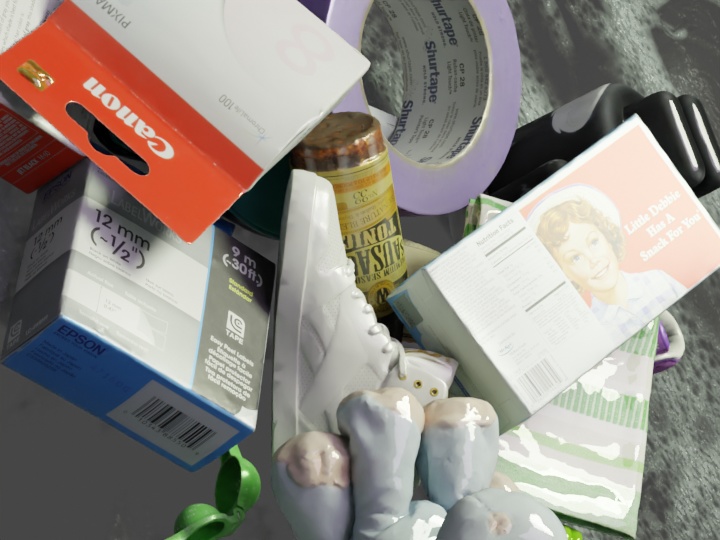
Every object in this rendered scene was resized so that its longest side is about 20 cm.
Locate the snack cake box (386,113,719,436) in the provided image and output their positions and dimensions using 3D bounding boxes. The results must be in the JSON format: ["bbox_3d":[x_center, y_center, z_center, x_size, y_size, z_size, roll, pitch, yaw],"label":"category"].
[{"bbox_3d":[0.129,0.003,1.442,0.200,0.067,0.115,-35,87,-28],"label":"snack cake box"}]

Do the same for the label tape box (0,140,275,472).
[{"bbox_3d":[-0.126,0.000,1.354,0.143,0.066,0.200,33,43,-27],"label":"label tape box"}]

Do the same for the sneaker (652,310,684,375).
[{"bbox_3d":[0.153,0.058,1.601,0.200,0.114,0.073,-12,78,-49],"label":"sneaker"}]

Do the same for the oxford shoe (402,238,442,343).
[{"bbox_3d":[0.062,0.016,1.518,0.199,0.074,0.071,25,66,-6],"label":"oxford shoe"}]

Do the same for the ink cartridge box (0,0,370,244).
[{"bbox_3d":[-0.103,-0.124,1.353,0.162,0.057,0.200,41,34,1],"label":"ink cartridge box"}]

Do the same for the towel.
[{"bbox_3d":[0.124,0.060,1.470,0.152,0.023,0.201,17,66,-16],"label":"towel"}]

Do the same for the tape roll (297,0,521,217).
[{"bbox_3d":[0.016,-0.135,1.538,0.200,0.085,0.201,1,89,-47],"label":"tape roll"}]

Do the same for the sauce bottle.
[{"bbox_3d":[0.000,0.000,1.451,0.066,0.066,0.201,-45,130,-50],"label":"sauce bottle"}]

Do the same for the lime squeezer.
[{"bbox_3d":[-0.098,0.132,1.341,0.071,0.038,0.200,48,41,-16],"label":"lime squeezer"}]

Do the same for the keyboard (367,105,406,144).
[{"bbox_3d":[-0.007,-0.092,1.582,0.200,0.011,0.056,19,75,-44],"label":"keyboard"}]

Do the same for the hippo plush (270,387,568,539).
[{"bbox_3d":[0.028,0.164,1.288,0.200,0.161,0.159,-46,109,-6],"label":"hippo plush"}]

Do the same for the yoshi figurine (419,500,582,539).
[{"bbox_3d":[0.109,0.211,1.469,0.200,0.112,0.113,26,57,-32],"label":"yoshi figurine"}]

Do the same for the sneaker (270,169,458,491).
[{"bbox_3d":[0.003,0.038,1.394,0.074,0.115,0.201,-97,-172,-80],"label":"sneaker"}]

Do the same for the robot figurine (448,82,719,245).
[{"bbox_3d":[0.158,-0.053,1.603,0.150,0.200,0.125,43,34,-33],"label":"robot figurine"}]

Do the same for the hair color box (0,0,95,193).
[{"bbox_3d":[-0.246,-0.146,1.326,0.200,0.064,0.111,35,45,-31],"label":"hair color box"}]

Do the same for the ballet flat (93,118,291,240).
[{"bbox_3d":[-0.097,-0.081,1.443,0.200,0.073,0.073,27,49,-39],"label":"ballet flat"}]
